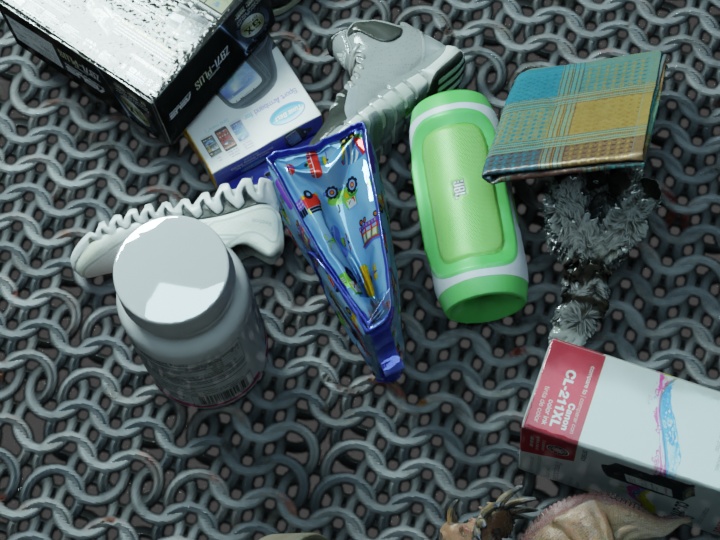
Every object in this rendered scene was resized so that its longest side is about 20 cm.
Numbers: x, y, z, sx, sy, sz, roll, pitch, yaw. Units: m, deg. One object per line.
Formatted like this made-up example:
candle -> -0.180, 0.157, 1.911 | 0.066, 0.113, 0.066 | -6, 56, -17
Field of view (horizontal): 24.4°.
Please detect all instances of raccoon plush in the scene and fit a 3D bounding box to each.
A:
raccoon plush -> 0.196, -0.040, 1.503 | 0.097, 0.134, 0.200 | 25, 104, -2

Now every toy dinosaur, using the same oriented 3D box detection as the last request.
toy dinosaur -> 0.166, 0.220, 1.363 | 0.200, 0.086, 0.136 | -27, 80, 7

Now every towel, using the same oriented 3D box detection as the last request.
towel -> 0.193, -0.136, 1.481 | 0.146, 0.022, 0.200 | -6, 31, 19

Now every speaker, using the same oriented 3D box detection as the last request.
speaker -> 0.096, -0.058, 1.497 | 0.088, 0.088, 0.201 | -9, 68, 0

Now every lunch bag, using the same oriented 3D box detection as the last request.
lunch bag -> 0.000, 0.000, 1.444 | 0.094, 0.151, 0.200 | -20, 68, -4

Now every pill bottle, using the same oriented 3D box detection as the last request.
pill bottle -> -0.144, 0.036, 1.413 | 0.113, 0.200, 0.114 | -1, 68, 3

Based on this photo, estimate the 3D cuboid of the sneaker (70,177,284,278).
sneaker -> -0.164, -0.022, 1.511 | 0.199, 0.075, 0.081 | -16, 79, 0

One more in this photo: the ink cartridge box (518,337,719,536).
ink cartridge box -> 0.238, 0.142, 1.373 | 0.199, 0.146, 0.083 | 18, 71, 11

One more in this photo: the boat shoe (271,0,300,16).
boat shoe -> -0.038, -0.334, 1.628 | 0.072, 0.068, 0.200 | 39, 74, 19

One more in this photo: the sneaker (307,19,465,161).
sneaker -> -0.005, -0.167, 1.552 | 0.115, 0.075, 0.200 | 39, 59, 22

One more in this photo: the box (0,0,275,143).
box -> -0.209, -0.243, 1.551 | 0.200, 0.086, 0.164 | 33, 74, 17

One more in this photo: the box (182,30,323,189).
box -> -0.123, -0.170, 1.582 | 0.119, 0.042, 0.200 | -30, 67, -8

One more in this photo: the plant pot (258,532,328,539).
plant pot -> -0.116, 0.308, 1.322 | 0.173, 0.200, 0.201 | -3, 67, 20
